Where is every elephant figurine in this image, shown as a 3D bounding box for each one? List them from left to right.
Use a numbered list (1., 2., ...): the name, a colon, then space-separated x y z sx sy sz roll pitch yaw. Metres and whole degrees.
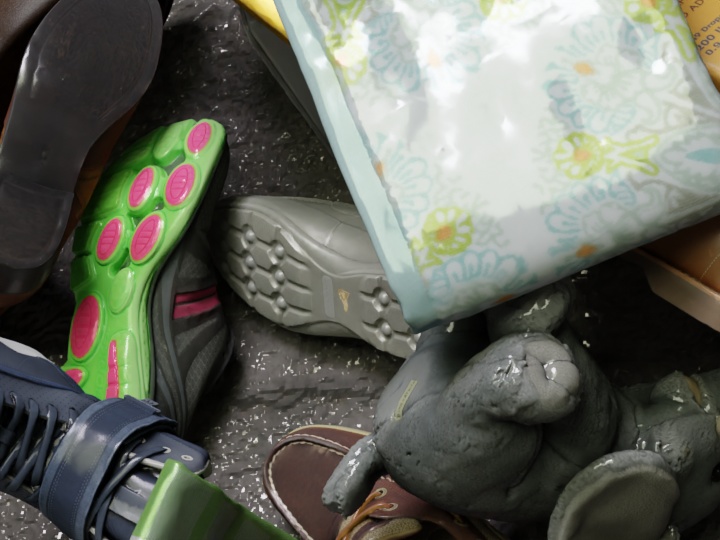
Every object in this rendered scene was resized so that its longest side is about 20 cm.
1. elephant figurine: 0.116 0.087 1.284 0.155 0.200 0.142 -25 35 47

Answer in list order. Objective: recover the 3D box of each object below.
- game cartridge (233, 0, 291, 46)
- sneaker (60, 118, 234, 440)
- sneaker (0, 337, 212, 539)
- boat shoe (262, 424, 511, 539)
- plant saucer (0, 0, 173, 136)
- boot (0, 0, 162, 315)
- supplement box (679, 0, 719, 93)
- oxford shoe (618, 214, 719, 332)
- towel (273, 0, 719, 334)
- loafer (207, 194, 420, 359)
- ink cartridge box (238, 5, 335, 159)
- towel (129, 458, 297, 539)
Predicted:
1. game cartridge: 0.045 -0.172 1.281 0.176 0.032 0.200 38 86 19
2. sneaker: -0.108 0.017 1.440 0.076 0.084 0.201 10 82 35
3. sneaker: -0.155 0.083 1.285 0.146 0.202 0.077 33 97 27
4. boat shoe: 0.020 0.134 1.324 0.200 0.072 0.072 36 99 32
5. plant saucer: -0.169 -0.124 1.498 0.200 0.200 0.032 -43 74 -4
6. boot: -0.173 -0.048 1.474 0.068 0.200 0.189 17 69 -11
7. supplement box: 0.148 -0.110 1.290 0.066 0.069 0.200 -39 44 -21
8. oxford shoe: 0.127 -0.039 1.265 0.199 0.071 0.072 30 103 23
9. towel: 0.064 -0.092 1.219 0.170 0.048 0.201 -23 77 6
10. loafer: 0.000 0.000 1.432 0.199 0.070 0.070 22 33 39
11. ink cartridge box: 0.044 -0.160 1.448 0.199 0.145 0.084 -24 55 9
12. towel: -0.093 0.203 1.280 0.031 0.149 0.201 18 78 26
